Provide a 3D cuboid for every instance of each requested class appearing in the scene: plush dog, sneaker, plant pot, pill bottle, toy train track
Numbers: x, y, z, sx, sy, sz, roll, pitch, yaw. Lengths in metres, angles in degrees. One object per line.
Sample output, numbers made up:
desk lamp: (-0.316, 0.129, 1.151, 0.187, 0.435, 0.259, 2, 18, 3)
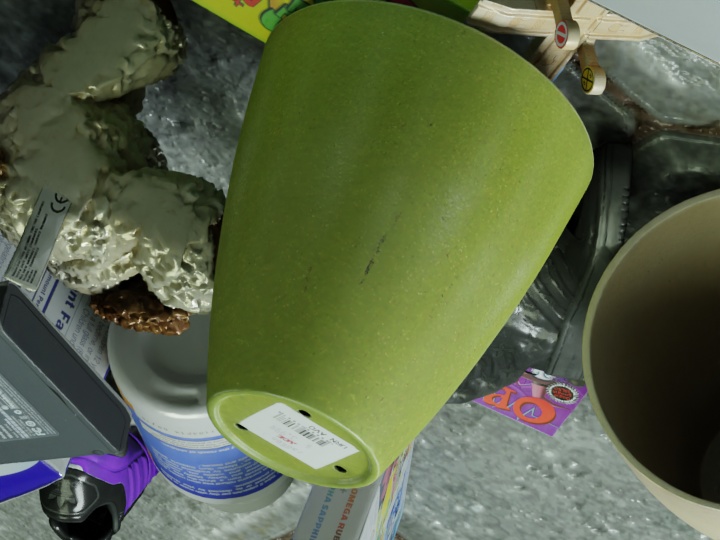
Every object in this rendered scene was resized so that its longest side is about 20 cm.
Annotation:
plush dog: (-0.156, -0.045, 1.251, 0.159, 0.202, 0.172, -17, 166, -6)
sneaker: (-0.177, 0.138, 1.511, 0.069, 0.101, 0.200, 9, 176, 11)
plant pot: (0.000, 0.000, 1.137, 0.186, 0.201, 0.188, 18, 152, 10)
plant pot: (0.227, 0.083, 1.253, 0.186, 0.189, 0.200, 8, 155, 17)
pill bottle: (-0.091, 0.082, 1.430, 0.111, 0.113, 0.200, 12, 155, 11)
toy train track: (0.095, -0.096, 1.153, 0.114, 0.033, 0.200, 0, 154, -23)
sneaker: (0.089, 0.004, 1.275, 0.103, 0.060, 0.201, 11, 134, 2)

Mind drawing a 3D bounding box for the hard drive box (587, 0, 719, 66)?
hard drive box: (0.175, -0.208, 0.910, 0.076, 0.157, 0.200, 25, 144, -8)

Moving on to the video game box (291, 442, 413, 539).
video game box: (-0.009, 0.174, 1.461, 0.046, 0.183, 0.201, 18, 143, 9)

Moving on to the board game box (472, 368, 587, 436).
board game box: (0.054, 0.026, 1.374, 0.199, 0.032, 0.120, 24, 148, -4)

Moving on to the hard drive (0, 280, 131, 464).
hard drive: (-0.246, 0.065, 1.244, 0.198, 0.033, 0.140, -7, 144, 23)

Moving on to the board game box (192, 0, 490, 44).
board game box: (-0.033, -0.165, 1.156, 0.199, 0.048, 0.102, 30, 142, -11)

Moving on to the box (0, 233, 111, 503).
box: (-0.251, 0.013, 1.373, 0.200, 0.185, 0.105, 41, 137, -25)
